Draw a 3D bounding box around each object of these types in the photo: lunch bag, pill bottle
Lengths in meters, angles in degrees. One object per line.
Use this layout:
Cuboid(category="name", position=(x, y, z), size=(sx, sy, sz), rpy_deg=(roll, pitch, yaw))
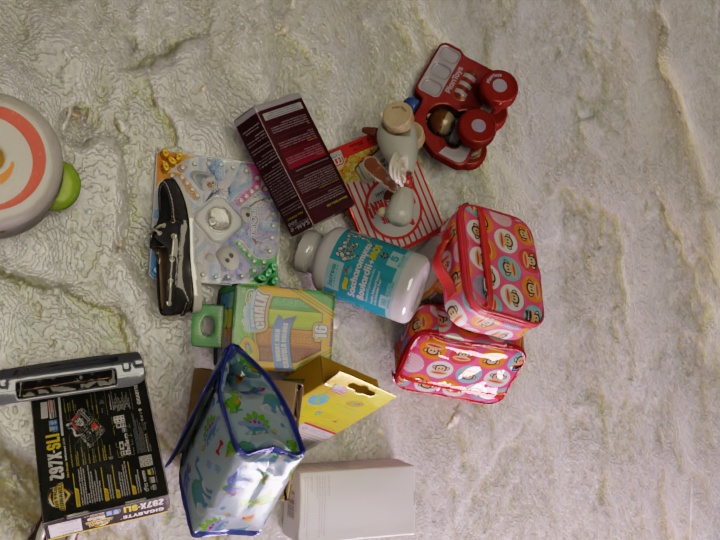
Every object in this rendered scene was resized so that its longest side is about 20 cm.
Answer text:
Cuboid(category="lunch bag", position=(0.191, -0.002, 1.272), size=(0.175, 0.082, 0.201), rpy_deg=(15, 56, -26))
Cuboid(category="lunch bag", position=(-0.177, 0.224, 1.097), size=(0.127, 0.200, 0.171), rpy_deg=(12, 122, -32))
Cuboid(category="lunch bag", position=(0.155, 0.148, 1.344), size=(0.199, 0.177, 0.082), rpy_deg=(11, 44, -9))
Cuboid(category="pill bottle", position=(0.000, 0.000, 1.278), size=(0.199, 0.111, 0.111), rpy_deg=(19, 77, 15))
Cuboid(category="pill bottle", position=(0.179, 0.039, 1.379), size=(0.199, 0.116, 0.117), rpy_deg=(32, 75, -17))

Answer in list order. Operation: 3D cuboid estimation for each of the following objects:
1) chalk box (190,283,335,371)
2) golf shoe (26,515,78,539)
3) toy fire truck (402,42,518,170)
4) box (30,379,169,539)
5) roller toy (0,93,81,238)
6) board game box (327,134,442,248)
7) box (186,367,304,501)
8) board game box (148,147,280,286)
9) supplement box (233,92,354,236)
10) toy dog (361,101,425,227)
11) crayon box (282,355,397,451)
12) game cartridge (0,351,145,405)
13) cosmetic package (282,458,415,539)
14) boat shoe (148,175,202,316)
Cuboid(category="chalk box", position=(-0.152, 0.087, 1.233), size=(0.199, 0.124, 0.126), rpy_deg=(4, 84, -22))
Cuboid(category="golf shoe", position=(-0.398, 0.319, 1.136), size=(0.077, 0.088, 0.201), rpy_deg=(21, 76, -18))
Cuboid(category="toy fire truck", position=(0.164, -0.278, 1.410), size=(0.167, 0.112, 0.201), rpy_deg=(29, 74, 6))
Cuboid(category="box", position=(-0.355, 0.246, 1.114), size=(0.159, 0.050, 0.201), rpy_deg=(-10, 50, -19))
Cuboid(category="roller toy", position=(-0.496, -0.138, 1.097), size=(0.199, 0.140, 0.183), rpy_deg=(-32, 98, -20))
Cuboid(category="board game box", position=(0.036, -0.127, 1.367), size=(0.151, 0.046, 0.201), rpy_deg=(-26, 97, -22))
Cuboid(category="box", position=(-0.174, 0.232, 1.186), size=(0.021, 0.199, 0.165), rpy_deg=(16, 79, -56))
Cuboid(category="board game box", position=(-0.217, -0.079, 1.257), size=(0.199, 0.026, 0.201), rpy_deg=(5, 77, -22))
Cuboid(category="supplement box", position=(-0.102, -0.166, 1.281), size=(0.109, 0.061, 0.201), rpy_deg=(-30, 94, -46))
Cuboid(category="toy dog", position=(0.041, -0.171, 1.292), size=(0.132, 0.096, 0.201), rpy_deg=(68, 27, -44))
Cuboid(category="crayon box", position=(-0.060, 0.194, 1.216), size=(0.127, 0.200, 0.051), rpy_deg=(30, 38, -39))
Cuboid(category="game cartridge", position=(-0.399, 0.145, 1.121), size=(0.199, 0.133, 0.042), rpy_deg=(-6, 88, -18))
Cuboid(category="cosmetic package", position=(-0.016, 0.361, 1.296), size=(0.199, 0.081, 0.114), rpy_deg=(4, 85, -23))
Cuboid(category="boat shoe", position=(-0.272, -0.034, 1.173), size=(0.060, 0.074, 0.201), rpy_deg=(-7, 91, -29))
